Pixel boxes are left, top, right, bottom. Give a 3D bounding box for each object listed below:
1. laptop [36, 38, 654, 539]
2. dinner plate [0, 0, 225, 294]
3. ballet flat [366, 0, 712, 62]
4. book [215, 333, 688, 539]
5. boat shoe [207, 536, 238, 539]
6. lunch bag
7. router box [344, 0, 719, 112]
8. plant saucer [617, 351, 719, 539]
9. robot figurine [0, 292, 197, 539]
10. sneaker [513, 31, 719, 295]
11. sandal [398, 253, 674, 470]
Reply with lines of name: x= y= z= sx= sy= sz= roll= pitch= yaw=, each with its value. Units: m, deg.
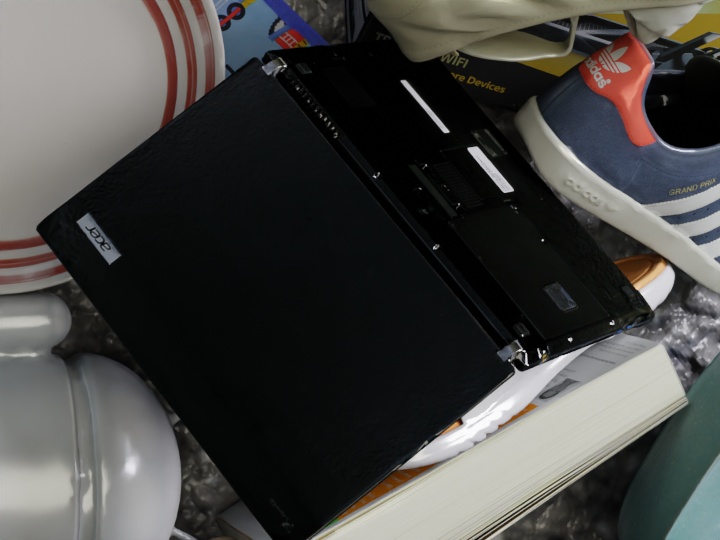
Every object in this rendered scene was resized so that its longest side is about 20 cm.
laptop: x=0.000 y=0.000 z=0.864 sx=0.177 sy=0.200 sz=0.103 roll=51 pitch=121 yaw=15
dinner plate: x=-0.159 y=-0.084 z=0.905 sx=0.199 sy=0.024 sz=0.201 roll=-1 pitch=73 yaw=3
ballet flat: x=0.102 y=-0.128 z=0.883 sx=0.199 sy=0.069 sz=0.070 roll=-7 pitch=94 yaw=12
book: x=0.037 y=0.086 z=0.941 sx=0.199 sy=0.134 sz=0.048 roll=-31 pitch=105 yaw=-13
boat shoe: x=-0.114 y=0.207 z=0.898 sx=0.200 sy=0.072 sz=0.068 roll=-43 pitch=61 yaw=11
lunch bag: x=-0.062 y=-0.043 z=0.944 sx=0.150 sy=0.094 sz=0.200 roll=-43 pitch=88 yaw=-13
router box: x=0.112 y=-0.145 z=0.953 sx=0.199 sy=0.158 sz=0.052 roll=14 pitch=42 yaw=-17
plant saucer: x=0.183 y=0.079 z=0.978 sx=0.036 sy=0.200 sz=0.200 roll=37 pitch=79 yaw=21
robot figurine: x=-0.166 y=0.094 z=0.889 sx=0.199 sy=0.113 sz=0.171 roll=-1 pitch=104 yaw=-17
sneaker: x=0.165 y=-0.051 z=0.958 sx=0.200 sy=0.075 sz=0.085 roll=23 pitch=120 yaw=-44
sandal: x=0.060 y=0.025 z=0.923 sx=0.206 sy=0.079 sz=0.059 roll=-33 pitch=105 yaw=-34
